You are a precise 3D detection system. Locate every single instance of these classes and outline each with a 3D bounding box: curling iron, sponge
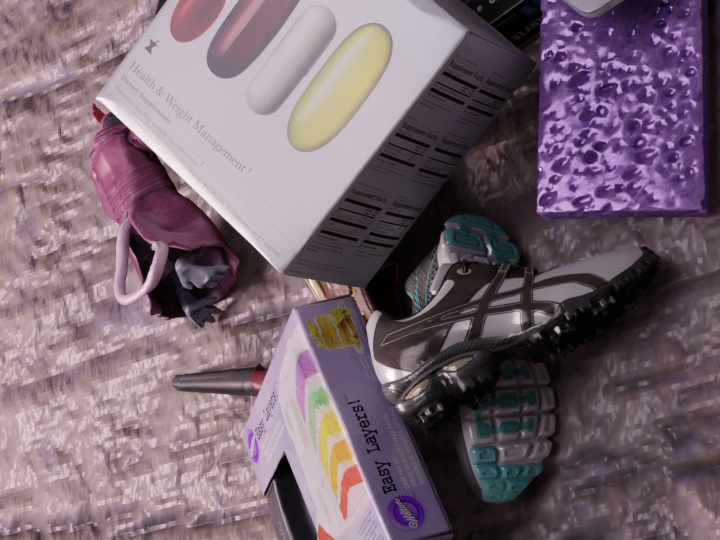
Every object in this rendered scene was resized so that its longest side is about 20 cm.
[{"bbox_3d":[-0.076,0.075,1.644,0.199,0.026,0.050,-12,105,49],"label":"curling iron"},{"bbox_3d":[0.174,-0.132,1.434,0.111,0.030,0.201,-3,76,19],"label":"sponge"}]

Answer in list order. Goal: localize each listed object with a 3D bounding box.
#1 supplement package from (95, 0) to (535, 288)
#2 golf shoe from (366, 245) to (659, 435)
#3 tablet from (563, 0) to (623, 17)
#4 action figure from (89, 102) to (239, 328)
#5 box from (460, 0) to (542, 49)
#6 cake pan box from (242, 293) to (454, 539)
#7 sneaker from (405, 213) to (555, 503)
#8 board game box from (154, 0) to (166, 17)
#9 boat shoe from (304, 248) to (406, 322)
[{"bbox_3d":[-0.029,-0.128,1.474,0.191,0.147,0.200,42,101,19],"label":"supplement package"},{"bbox_3d":[0.096,0.020,1.405,0.199,0.078,0.095,-28,68,-8],"label":"golf shoe"},{"bbox_3d":[0.147,-0.246,1.458,0.130,0.014,0.200,-33,46,-12],"label":"tablet"},{"bbox_3d":[-0.175,-0.050,1.702,0.134,0.148,0.201,-43,66,34],"label":"action figure"},{"bbox_3d":[0.058,-0.213,1.582,0.200,0.049,0.160,-34,55,33],"label":"box"},{"bbox_3d":[-0.014,0.144,1.486,0.200,0.052,0.185,116,139,-57],"label":"cake pan box"},{"bbox_3d":[0.075,0.067,1.487,0.091,0.077,0.201,-38,50,50],"label":"sneaker"},{"bbox_3d":[-0.088,-0.197,1.669,0.200,0.056,0.166,39,120,52],"label":"board game box"},{"bbox_3d":[0.000,0.000,1.569,0.067,0.072,0.201,-27,68,30],"label":"boat shoe"}]
